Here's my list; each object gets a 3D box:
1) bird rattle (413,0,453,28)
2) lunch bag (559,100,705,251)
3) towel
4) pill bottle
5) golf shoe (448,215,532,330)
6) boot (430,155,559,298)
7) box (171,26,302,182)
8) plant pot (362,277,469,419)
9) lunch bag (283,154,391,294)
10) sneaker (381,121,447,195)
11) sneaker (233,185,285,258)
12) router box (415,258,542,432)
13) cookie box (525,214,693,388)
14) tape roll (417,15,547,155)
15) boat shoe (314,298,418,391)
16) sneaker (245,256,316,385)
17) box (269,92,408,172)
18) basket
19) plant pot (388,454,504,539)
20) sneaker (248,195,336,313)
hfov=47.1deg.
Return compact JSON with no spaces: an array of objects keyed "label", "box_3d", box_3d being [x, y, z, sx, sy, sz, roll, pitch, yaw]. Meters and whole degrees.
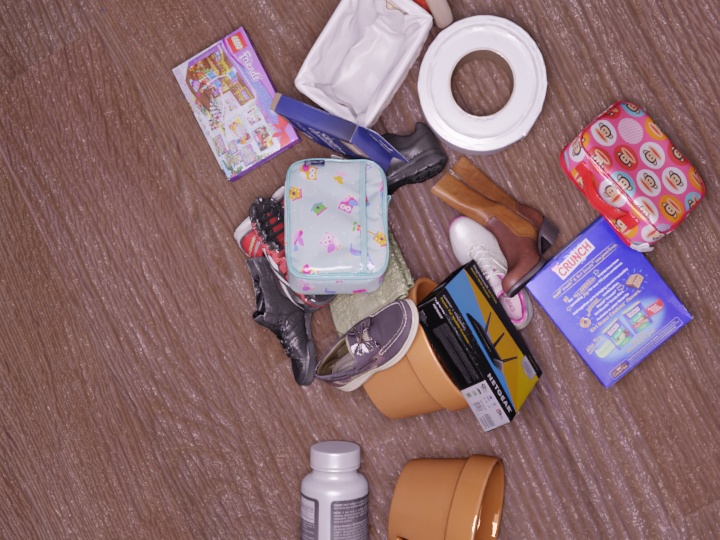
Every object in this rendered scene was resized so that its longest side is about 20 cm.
[{"label":"bird rattle","box_3d":[0.095,-0.439,1.227,0.112,0.200,0.164,-37,113,2]},{"label":"lunch bag","box_3d":[0.394,-0.135,1.213,0.175,0.082,0.201,-36,83,-31]},{"label":"towel","box_3d":[0.000,0.000,1.253,0.148,0.036,0.202,-40,44,21]},{"label":"pill bottle","box_3d":[-0.041,0.380,1.302,0.108,0.111,0.206,1,92,6]},{"label":"golf shoe","box_3d":[0.204,0.001,1.273,0.075,0.091,0.202,-35,87,8]},{"label":"boot","box_3d":[0.192,-0.072,1.237,0.199,0.069,0.189,38,51,2]},{"label":"box","box_3d":[-0.198,-0.266,1.332,0.135,0.039,0.203,-27,89,7]},{"label":"plant pot","box_3d":[0.083,0.134,1.249,0.138,0.200,0.203,-30,89,22]},{"label":"lunch bag","box_3d":[-0.031,-0.069,1.191,0.156,0.077,0.205,-1,66,-2]},{"label":"sneaker","box_3d":[0.036,-0.164,1.302,0.196,0.076,0.093,-23,78,3]},{"label":"sneaker","box_3d":[-0.110,-0.090,1.319,0.199,0.077,0.085,-40,93,16]},{"label":"router box","box_3d":[0.171,0.103,1.184,0.051,0.149,0.202,-29,95,37]},{"label":"cookie box","box_3d":[0.373,0.043,1.263,0.170,0.075,0.201,-39,88,6]},{"label":"tape roll","box_3d":[0.187,-0.282,1.275,0.197,0.071,0.208,0,91,6]},{"label":"boat shoe","box_3d":[0.006,0.107,1.164,0.200,0.064,0.073,-43,51,38]},{"label":"sneaker","box_3d":[-0.128,0.081,1.308,0.102,0.060,0.206,1,86,-28]},{"label":"box","box_3d":[-0.031,-0.202,1.236,0.197,0.121,0.033,26,88,32]},{"label":"basket","box_3d":[0.009,-0.324,1.266,0.134,0.123,0.202,34,96,3]},{"label":"plant pot","box_3d":[0.128,0.369,1.246,0.137,0.199,0.206,9,93,21]},{"label":"sneaker","box_3d":[-0.111,-0.017,1.260,0.070,0.098,0.202,-29,76,-26]}]
